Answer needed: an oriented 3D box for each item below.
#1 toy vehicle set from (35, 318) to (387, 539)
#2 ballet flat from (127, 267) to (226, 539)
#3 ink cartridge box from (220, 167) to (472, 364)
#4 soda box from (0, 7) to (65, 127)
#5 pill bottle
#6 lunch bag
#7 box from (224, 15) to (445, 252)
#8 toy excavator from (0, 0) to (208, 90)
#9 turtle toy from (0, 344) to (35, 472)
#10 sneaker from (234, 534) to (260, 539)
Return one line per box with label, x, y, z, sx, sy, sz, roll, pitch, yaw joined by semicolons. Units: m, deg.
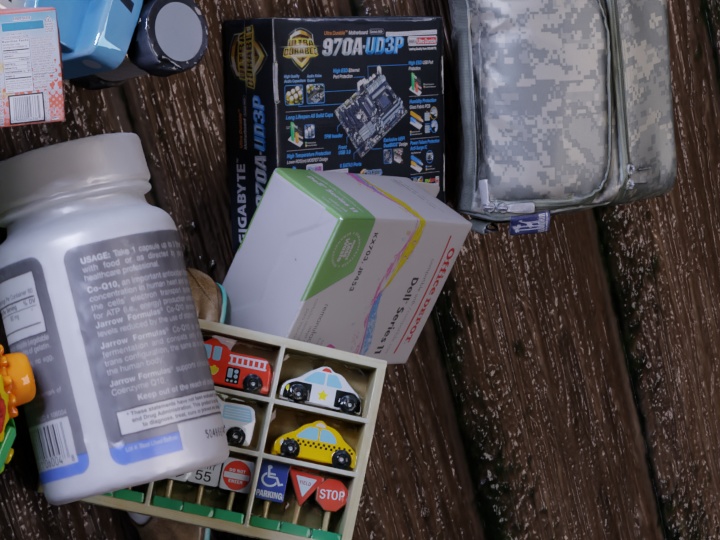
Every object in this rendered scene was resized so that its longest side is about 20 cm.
toy vehicle set;-0.092;0.097;1.379;0.198;0.027;0.125;13;81;-11
ballet flat;-0.130;0.097;1.410;0.072;0.068;0.202;8;85;-32
ink cartridge box;0.000;0.000;1.496;0.199;0.067;0.118;0;120;-55
soda box;-0.258;-0.101;1.166;0.199;0.068;0.064;-9;99;-32
pill bottle;-0.153;0.028;1.301;0.113;0.113;0.202;-9;84;-52
lunch bag;0.141;-0.135;1.697;0.167;0.139;0.202;-8;98;-36
box;-0.013;-0.098;1.558;0.199;0.046;0.160;-10;100;-52
toy excavator;-0.193;-0.164;1.297;0.199;0.100;0.196;28;71;-35
turtle toy;-0.253;0.065;1.204;0.200;0.100;0.147;44;58;-45
sneaker;-0.071;0.151;1.466;0.099;0.069;0.202;-19;99;-65
